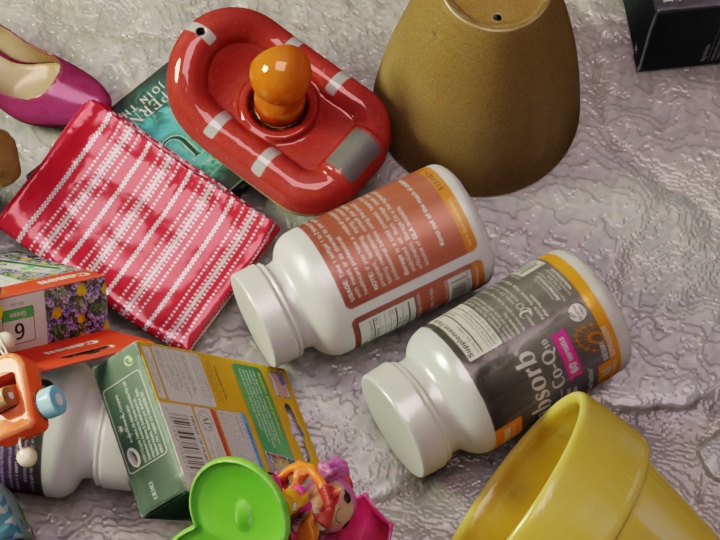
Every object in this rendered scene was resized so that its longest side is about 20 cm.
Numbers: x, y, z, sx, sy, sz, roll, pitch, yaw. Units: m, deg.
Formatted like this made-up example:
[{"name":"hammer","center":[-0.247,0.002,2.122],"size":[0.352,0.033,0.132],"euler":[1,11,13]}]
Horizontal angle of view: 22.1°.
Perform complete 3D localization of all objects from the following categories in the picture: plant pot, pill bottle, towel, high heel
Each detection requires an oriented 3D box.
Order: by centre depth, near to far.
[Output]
[{"name":"plant pot","center":[0.184,0.224,1.391],"size":[0.189,0.201,0.201],"euler":[35,69,-3]},{"name":"pill bottle","center":[-0.272,0.120,1.460],"size":[0.199,0.111,0.112],"euler":[8,66,3]},{"name":"pill bottle","center":[0.109,0.077,1.486],"size":[0.200,0.116,0.116],"euler":[-31,70,-13]},{"name":"pill bottle","center":[0.000,0.000,1.519],"size":[0.200,0.112,0.112],"euler":[-25,69,-12]},{"name":"towel","center":[-0.187,-0.039,1.548],"size":[0.200,0.022,0.145],"euler":[34,72,5]},{"name":"plant pot","center":[0.108,-0.189,1.558],"size":[0.186,0.200,0.187],"euler":[1,67,-2]},{"name":"high heel","center":[-0.311,-0.184,1.592],"size":[0.200,0.096,0.068],"euler":[17,65,13]}]

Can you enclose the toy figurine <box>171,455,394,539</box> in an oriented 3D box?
[{"name":"toy figurine","center":[-0.047,0.204,1.393],"size":[0.150,0.184,0.201],"euler":[9,109,27]}]

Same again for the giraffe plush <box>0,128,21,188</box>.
[{"name":"giraffe plush","center":[-0.406,-0.098,1.550],"size":[0.200,0.172,0.162],"euler":[-42,58,18]}]

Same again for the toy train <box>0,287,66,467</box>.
[{"name":"toy train","center":[-0.316,0.085,1.356],"size":[0.200,0.056,0.151],"euler":[-18,68,21]}]

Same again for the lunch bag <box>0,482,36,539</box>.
[{"name":"lunch bag","center":[-0.341,0.232,1.385],"size":[0.200,0.161,0.083],"euler":[-25,78,-11]}]

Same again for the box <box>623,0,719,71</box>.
[{"name":"box","center":[0.338,-0.276,1.652],"size":[0.199,0.107,0.149],"euler":[-7,67,-4]}]

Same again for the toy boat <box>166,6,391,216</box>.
[{"name":"toy boat","center":[-0.069,-0.147,1.541],"size":[0.200,0.131,0.131],"euler":[36,69,11]}]

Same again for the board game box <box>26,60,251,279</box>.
[{"name":"board game box","center":[-0.170,-0.095,1.602],"size":[0.200,0.028,0.135],"euler":[-42,73,-17]}]

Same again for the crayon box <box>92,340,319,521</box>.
[{"name":"crayon box","center":[-0.113,0.132,1.445],"size":[0.052,0.200,0.126],"euler":[-32,66,24]}]

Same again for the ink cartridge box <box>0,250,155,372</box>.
[{"name":"ink cartridge box","center":[-0.262,0.029,1.451],"size":[0.109,0.200,0.051],"euler":[-13,107,-39]}]
